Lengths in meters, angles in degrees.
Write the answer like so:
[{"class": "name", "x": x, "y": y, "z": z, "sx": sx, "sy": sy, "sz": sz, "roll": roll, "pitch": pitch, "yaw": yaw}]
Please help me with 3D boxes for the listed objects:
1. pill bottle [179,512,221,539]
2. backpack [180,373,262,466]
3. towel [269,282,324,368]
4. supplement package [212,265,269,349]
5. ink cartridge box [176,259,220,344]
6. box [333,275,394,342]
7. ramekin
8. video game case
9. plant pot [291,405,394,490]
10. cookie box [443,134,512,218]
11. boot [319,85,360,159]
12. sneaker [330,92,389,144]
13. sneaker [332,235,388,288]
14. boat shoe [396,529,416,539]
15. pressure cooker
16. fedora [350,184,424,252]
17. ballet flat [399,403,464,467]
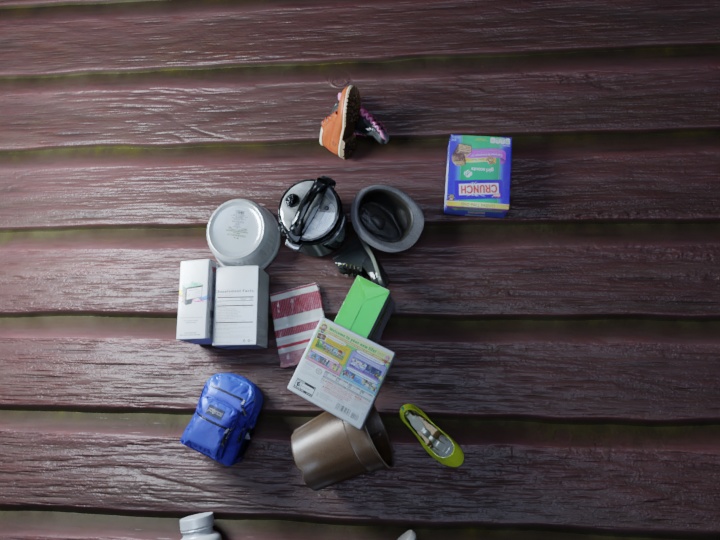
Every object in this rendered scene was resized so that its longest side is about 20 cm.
[{"class": "pill bottle", "x": -0.384, "y": 0.699, "z": 1.315, "sx": 0.109, "sy": 0.111, "sz": 0.204, "roll": -11, "pitch": 76, "yaw": 3}, {"class": "backpack", "x": -0.334, "y": 0.361, "z": 1.359, "sx": 0.160, "sy": 0.168, "sz": 0.203, "roll": 23, "pitch": 77, "yaw": 3}, {"class": "towel", "x": -0.161, "y": 0.146, "z": 1.462, "sx": 0.141, "sy": 0.023, "sz": 0.204, "roll": -13, "pitch": 75, "yaw": 5}, {"class": "supplement package", "x": -0.311, "y": 0.100, "z": 1.434, "sx": 0.117, "sy": 0.121, "sz": 0.204, "roll": -1, "pitch": 77, "yaw": 4}, {"class": "ink cartridge box", "x": -0.412, "y": 0.086, "z": 1.435, "sx": 0.082, "sy": 0.145, "sz": 0.204, "roll": -2, "pitch": 77, "yaw": 5}, {"class": "box", "x": 0.001, "y": 0.139, "z": 1.366, "sx": 0.095, "sy": 0.177, "sz": 0.203, "roll": 25, "pitch": 81, "yaw": 12}, {"class": "ramekin", "x": -0.324, "y": -0.097, "z": 1.488, "sx": 0.196, "sy": 0.105, "sz": 0.205, "roll": -1, "pitch": 77, "yaw": 6}, {"class": "video game case", "x": -0.043, "y": 0.229, "z": 1.242, "sx": 0.197, "sy": 0.022, "sz": 0.185, "roll": 24, "pitch": 81, "yaw": 18}, {"class": "plant pot", "x": -0.049, "y": 0.413, "z": 1.312, "sx": 0.196, "sy": 0.200, "sz": 0.203, "roll": -26, "pitch": 76, "yaw": 7}, {"class": "cookie box", "x": 0.316, "y": -0.253, "z": 1.474, "sx": 0.167, "sy": 0.075, "sz": 0.204, "roll": 4, "pitch": 79, "yaw": 6}, {"class": "boot", "x": -0.062, "y": -0.417, "z": 1.505, "sx": 0.106, "sy": 0.203, "sz": 0.075, "roll": 30, "pitch": 37, "yaw": 22}, {"class": "sneaker", "x": -0.006, "y": -0.412, "z": 1.554, "sx": 0.200, "sy": 0.079, "sz": 0.096, "roll": 43, "pitch": 108, "yaw": 12}, {"class": "sneaker", "x": 0.000, "y": 0.000, "z": 1.429, "sx": 0.105, "sy": 0.075, "sz": 0.201, "roll": -33, "pitch": 41, "yaw": 6}, {"class": "boat shoe", "x": 0.090, "y": 0.719, "z": 1.289, "sx": 0.092, "sy": 0.075, "sz": 0.201, "roll": 38, "pitch": 91, "yaw": 6}, {"class": "pressure cooker", "x": -0.126, "y": -0.138, "z": 1.429, "sx": 0.175, "sy": 0.200, "sz": 0.179, "roll": -16, "pitch": 75, "yaw": 1}, {"class": "fedora", "x": 0.063, "y": -0.130, "z": 1.457, "sx": 0.197, "sy": 0.090, "sz": 0.179, "roll": 26, "pitch": 73, "yaw": -3}, {"class": "ballet flat", "x": 0.173, "y": 0.409, "z": 1.346, "sx": 0.200, "sy": 0.067, "sz": 0.067, "roll": 43, "pitch": 84, "yaw": 12}]
